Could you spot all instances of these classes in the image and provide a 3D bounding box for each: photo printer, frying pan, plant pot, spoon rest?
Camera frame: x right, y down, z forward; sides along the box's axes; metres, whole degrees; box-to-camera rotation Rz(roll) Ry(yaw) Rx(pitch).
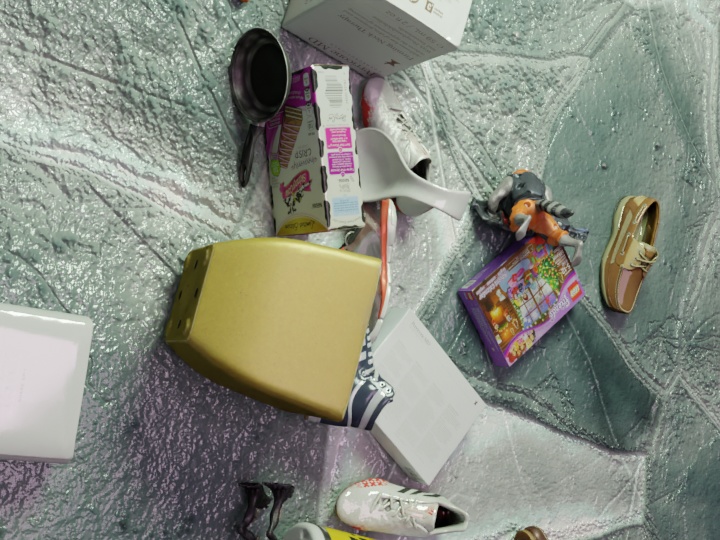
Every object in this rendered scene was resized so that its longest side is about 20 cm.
[{"bbox_3d":[-0.401,0.118,1.048,0.198,0.069,0.169,13,82,-32],"label":"photo printer"},{"bbox_3d":[-0.119,-0.207,1.217,0.031,0.114,0.193,-12,96,-44],"label":"frying pan"},{"bbox_3d":[-0.120,0.055,1.169,0.198,0.194,0.198,20,78,-23],"label":"plant pot"},{"bbox_3d":[0.048,-0.124,1.284,0.060,0.198,0.101,6,107,-61],"label":"spoon rest"}]

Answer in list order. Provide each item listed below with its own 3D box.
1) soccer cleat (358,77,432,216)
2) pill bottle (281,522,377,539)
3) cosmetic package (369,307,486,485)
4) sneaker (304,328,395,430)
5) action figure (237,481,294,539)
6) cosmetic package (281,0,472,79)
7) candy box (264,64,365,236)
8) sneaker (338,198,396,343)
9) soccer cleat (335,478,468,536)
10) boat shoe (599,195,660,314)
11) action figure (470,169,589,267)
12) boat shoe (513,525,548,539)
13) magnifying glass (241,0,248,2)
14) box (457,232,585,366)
[{"bbox_3d":[0.058,-0.173,1.347,0.068,0.085,0.203,-22,101,-31],"label":"soccer cleat"},{"bbox_3d":[-0.008,0.407,1.270,0.198,0.114,0.116,23,76,-31],"label":"pill bottle"},{"bbox_3d":[0.071,0.177,1.365,0.151,0.051,0.201,-47,112,-22],"label":"cosmetic package"},{"bbox_3d":[0.002,0.108,1.260,0.107,0.070,0.203,16,80,-2],"label":"sneaker"},{"bbox_3d":[-0.134,0.364,1.193,0.101,0.118,0.203,21,67,-47],"label":"action figure"},{"bbox_3d":[0.031,-0.376,1.266,0.166,0.199,0.169,24,75,-29],"label":"cosmetic package"},{"bbox_3d":[-0.064,-0.148,1.236,0.060,0.136,0.203,-8,93,-34],"label":"candy box"},{"bbox_3d":[0.000,0.000,1.327,0.081,0.077,0.203,6,83,-7],"label":"sneaker"},{"bbox_3d":[0.059,0.328,1.324,0.198,0.085,0.070,17,79,-32],"label":"soccer cleat"},{"bbox_3d":[0.452,-0.030,1.607,0.075,0.074,0.203,15,80,-31],"label":"boat shoe"},{"bbox_3d":[0.275,-0.087,1.433,0.197,0.194,0.106,10,121,-19],"label":"action figure"},{"bbox_3d":[0.286,0.478,1.488,0.070,0.070,0.203,-19,107,-25],"label":"boat shoe"},{"bbox_3d":[-0.108,-0.439,1.272,0.079,0.022,0.202,29,76,1],"label":"magnifying glass"},{"bbox_3d":[0.252,0.034,1.494,0.199,0.039,0.138,-38,109,-28],"label":"box"}]
